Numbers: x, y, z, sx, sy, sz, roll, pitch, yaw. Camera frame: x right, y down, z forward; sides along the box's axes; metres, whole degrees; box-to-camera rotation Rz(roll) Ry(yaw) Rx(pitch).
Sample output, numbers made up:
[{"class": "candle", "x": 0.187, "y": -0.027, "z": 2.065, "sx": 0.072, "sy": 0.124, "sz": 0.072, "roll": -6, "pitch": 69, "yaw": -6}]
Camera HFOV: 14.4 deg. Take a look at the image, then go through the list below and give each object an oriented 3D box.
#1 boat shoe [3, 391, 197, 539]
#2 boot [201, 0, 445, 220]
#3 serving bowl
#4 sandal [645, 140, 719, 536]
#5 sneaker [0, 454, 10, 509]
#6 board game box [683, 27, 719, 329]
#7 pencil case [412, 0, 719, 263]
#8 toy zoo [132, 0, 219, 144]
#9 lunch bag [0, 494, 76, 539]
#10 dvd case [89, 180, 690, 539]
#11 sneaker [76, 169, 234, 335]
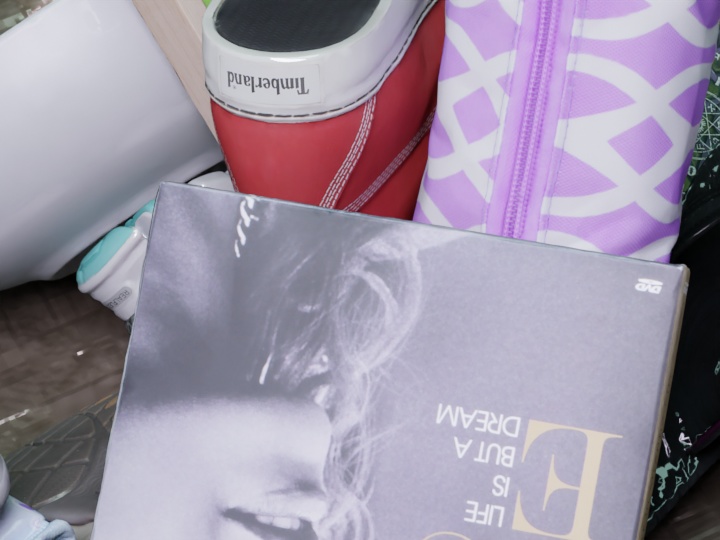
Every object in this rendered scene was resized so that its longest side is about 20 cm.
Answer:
[{"class": "boat shoe", "x": -0.063, "y": 0.086, "z": 0.879, "sx": 0.076, "sy": 0.072, "sz": 0.200, "roll": -32, "pitch": 16, "yaw": -18}, {"class": "boot", "x": 0.007, "y": -0.048, "z": 0.893, "sx": 0.072, "sy": 0.145, "sz": 0.200, "roll": 9, "pitch": 34, "yaw": 19}, {"class": "serving bowl", "x": -0.089, "y": -0.046, "z": 0.985, "sx": 0.200, "sy": 0.200, "sz": 0.066, "roll": -32, "pitch": 88, "yaw": -19}, {"class": "sandal", "x": 0.113, "y": 0.021, "z": 0.908, "sx": 0.075, "sy": 0.048, "sz": 0.201, "roll": 39, "pitch": 79, "yaw": 5}, {"class": "sneaker", "x": -0.187, "y": 0.017, "z": 0.830, "sx": 0.199, "sy": 0.082, "sz": 0.075, "roll": 13, "pitch": 40, "yaw": 28}, {"class": "board game box", "x": 0.127, "y": -0.062, "z": 1.004, "sx": 0.135, "sy": 0.028, "sz": 0.200, "roll": 32, "pitch": 55, "yaw": 3}, {"class": "pencil case", "x": 0.051, "y": -0.025, "z": 0.811, "sx": 0.084, "sy": 0.201, "sz": 0.085, "roll": 14, "pitch": 13, "yaw": 27}, {"class": "toy zoo", "x": 0.004, "y": -0.116, "z": 0.947, "sx": 0.020, "sy": 0.131, "sz": 0.200, "roll": -6, "pitch": 35, "yaw": 43}, {"class": "lunch bag", "x": -0.193, "y": 0.136, "z": 0.841, "sx": 0.169, "sy": 0.127, "sz": 0.200, "roll": 25, "pitch": 57, "yaw": 36}, {"class": "dvd case", "x": -0.002, "y": 0.085, "z": 0.762, "sx": 0.148, "sy": 0.016, "sz": 0.201, "roll": 9, "pitch": 85, "yaw": 13}, {"class": "sneaker", "x": 0.000, "y": 0.000, "z": 0.984, "sx": 0.200, "sy": 0.078, "sz": 0.091, "roll": -24, "pitch": 83, "yaw": -31}]
